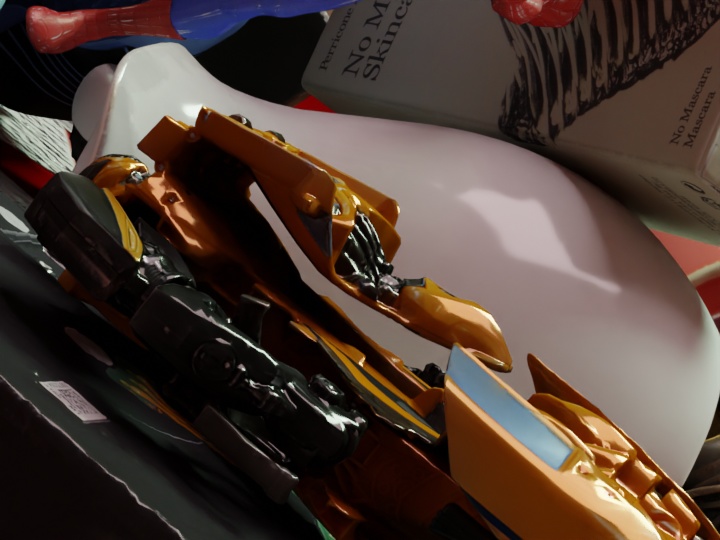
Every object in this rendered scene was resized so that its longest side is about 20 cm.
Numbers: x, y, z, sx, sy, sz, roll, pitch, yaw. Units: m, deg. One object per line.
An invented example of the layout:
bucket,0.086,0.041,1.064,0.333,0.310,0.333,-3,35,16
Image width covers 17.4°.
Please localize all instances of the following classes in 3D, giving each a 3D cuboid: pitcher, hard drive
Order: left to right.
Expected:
hard drive,-0.045,0.048,0.493,0.200,0.038,0.140,39,7,11
pitcher,0.000,0.000,0.716,0.200,0.121,0.172,27,15,-12

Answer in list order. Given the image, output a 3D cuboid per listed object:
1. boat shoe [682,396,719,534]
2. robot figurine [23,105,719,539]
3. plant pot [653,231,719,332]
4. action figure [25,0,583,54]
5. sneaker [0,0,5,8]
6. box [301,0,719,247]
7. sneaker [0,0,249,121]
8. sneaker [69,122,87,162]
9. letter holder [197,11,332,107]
boat shoe,0.114,0.086,0.777,0.200,0.072,0.068,-112,-174,-46
robot figurine,0.018,0.034,0.512,0.200,0.058,0.145,40,6,12
plant pot,0.203,-0.008,1.602,0.200,0.200,0.177,32,19,-41
action figure,-0.007,-0.099,0.674,0.199,0.066,0.099,-3,-5,11
sneaker,-0.181,-0.122,0.747,0.130,0.080,0.200,31,2,-20
box,0.073,-0.065,0.740,0.068,0.082,0.200,31,-9,-37
sneaker,-0.086,-0.091,0.825,0.078,0.070,0.200,28,-15,-38
sneaker,-0.010,-0.007,0.823,0.200,0.091,0.076,35,8,-13
letter holder,-0.082,-0.140,1.061,0.200,0.100,0.142,58,7,8
